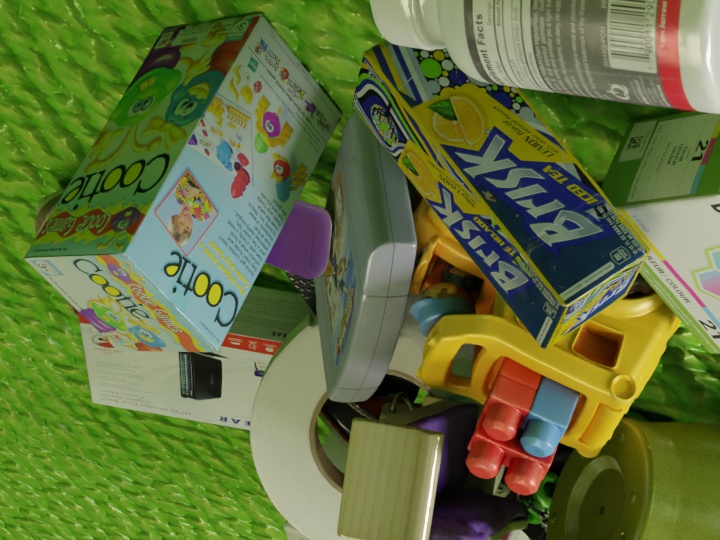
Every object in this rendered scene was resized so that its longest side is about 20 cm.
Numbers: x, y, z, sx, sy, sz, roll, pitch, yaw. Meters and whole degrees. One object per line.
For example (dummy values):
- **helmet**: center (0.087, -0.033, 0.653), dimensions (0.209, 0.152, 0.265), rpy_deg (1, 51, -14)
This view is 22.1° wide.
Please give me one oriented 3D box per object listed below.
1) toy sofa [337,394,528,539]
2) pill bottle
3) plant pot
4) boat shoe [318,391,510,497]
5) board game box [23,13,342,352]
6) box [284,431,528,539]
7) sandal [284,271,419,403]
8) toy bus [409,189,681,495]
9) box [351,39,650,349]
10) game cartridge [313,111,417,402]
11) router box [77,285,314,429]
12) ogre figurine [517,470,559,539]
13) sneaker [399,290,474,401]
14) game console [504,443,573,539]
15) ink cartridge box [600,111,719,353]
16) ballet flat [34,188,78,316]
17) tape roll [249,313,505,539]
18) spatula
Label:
- **toy sofa**: center (0.060, 0.141, 1.285), dimensions (0.097, 0.084, 0.200), rpy_deg (10, -177, 17)
- **pill bottle**: center (0.108, -0.149, 0.971), dimensions (0.198, 0.111, 0.111), rpy_deg (11, 148, 27)
- **plant pot**: center (0.239, 0.189, 1.275), dimensions (0.192, 0.202, 0.200), rpy_deg (18, 156, -21)
- **boat shoe**: center (0.034, 0.133, 1.472), dimensions (0.200, 0.071, 0.063), rpy_deg (42, 105, -13)
- **board game box**: center (-0.114, -0.057, 1.221), dimensions (0.102, 0.201, 0.105), rpy_deg (-2, 141, 42)
- **box**: center (0.046, 0.248, 1.689), dimensions (0.198, 0.109, 0.128), rpy_deg (18, 151, 17)
- **sandal**: center (0.002, 0.038, 1.459), dimensions (0.075, 0.043, 0.201), rpy_deg (1, 135, 27)
- **toy bus**: center (0.100, 0.040, 1.211), dimensions (0.199, 0.193, 0.136), rpy_deg (26, 154, 5)
- **box**: center (0.081, -0.057, 1.099), dimensions (0.200, 0.070, 0.064), rpy_deg (53, 159, 18)
- **game cartridge**: center (0.000, 0.000, 1.275), dimensions (0.041, 0.134, 0.201), rpy_deg (3, 145, -9)
- **router box**: center (-0.132, 0.070, 1.561), dimensions (0.198, 0.049, 0.180), rpy_deg (9, 150, 2)
- **ogre figurine**: center (0.186, 0.230, 1.424), dimensions (0.120, 0.098, 0.201), rpy_deg (45, 154, 33)
- **sneaker**: center (0.097, 0.061, 1.338), dimensions (0.199, 0.089, 0.075), rpy_deg (25, 179, 14)
- **game console**: center (0.167, 0.150, 1.518), dimensions (0.174, 0.117, 0.201), rpy_deg (-10, 146, 3)
- **ink cartridge box**: center (0.259, -0.028, 1.080), dimensions (0.199, 0.076, 0.148), rpy_deg (-6, 138, 48)
- **ballet flat**: center (-0.241, -0.026, 1.528), dimensions (0.068, 0.068, 0.200), rpy_deg (61, 164, 25)
- **tape roll**: center (0.015, 0.122, 1.412), dimensions (0.202, 0.204, 0.037), rpy_deg (30, -167, -5)
- **spatula**: center (-0.090, -0.048, 1.350), dimensions (0.199, 0.020, 0.057), rpy_deg (29, 123, 45)
